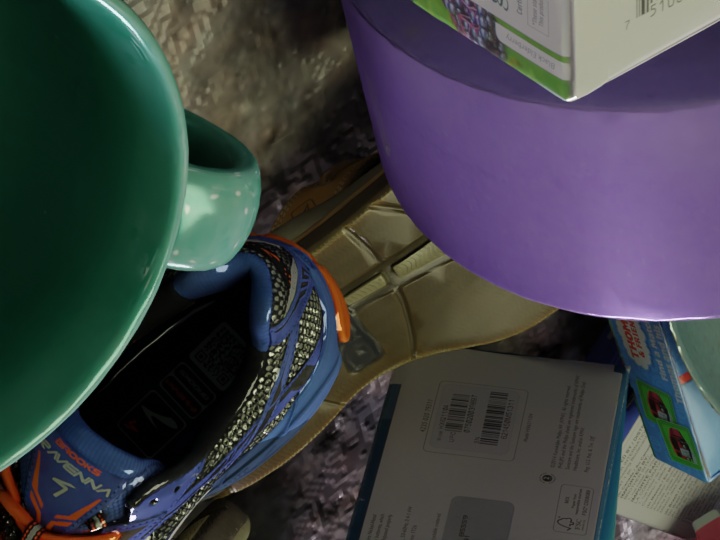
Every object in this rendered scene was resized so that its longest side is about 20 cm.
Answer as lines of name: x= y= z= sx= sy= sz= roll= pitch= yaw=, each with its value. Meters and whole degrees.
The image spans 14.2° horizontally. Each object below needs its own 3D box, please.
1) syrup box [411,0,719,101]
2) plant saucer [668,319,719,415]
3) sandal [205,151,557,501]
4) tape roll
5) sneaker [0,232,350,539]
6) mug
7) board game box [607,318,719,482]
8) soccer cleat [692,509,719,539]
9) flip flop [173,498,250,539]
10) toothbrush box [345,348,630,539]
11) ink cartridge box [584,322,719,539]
syrup box: x=0.016 y=-0.131 z=0.726 sx=0.079 sy=0.200 sz=0.082 roll=-29 pitch=134 yaw=-27
plant saucer: x=0.166 y=-0.036 z=0.979 sx=0.200 sy=0.039 sz=0.202 roll=-11 pitch=109 yaw=-33
sandal: x=0.000 y=0.000 z=0.930 sx=0.200 sy=0.054 sz=0.080 roll=-33 pitch=125 yaw=-1
tape roll: x=0.095 y=-0.086 z=0.842 sx=0.200 sy=0.200 sz=0.085 roll=-37 pitch=138 yaw=-20
sneaker: x=-0.083 y=0.063 z=0.805 sx=0.200 sy=0.075 sz=0.078 roll=-53 pitch=169 yaw=-8
mug: x=-0.129 y=-0.023 z=0.729 sx=0.152 sy=0.114 sz=0.185 roll=-50 pitch=142 yaw=-6
board game box: x=0.138 y=-0.050 z=1.003 sx=0.151 sy=0.037 sz=0.201 roll=-34 pitch=122 yaw=-23
soccer cleat: x=0.105 y=0.178 z=1.121 sx=0.200 sy=0.077 sz=0.067 roll=-47 pitch=145 yaw=19
flip flop: x=-0.065 y=0.156 z=0.942 sx=0.081 sy=0.057 sz=0.201 roll=-47 pitch=160 yaw=-55
toothbrush box: x=0.040 y=0.149 z=0.997 sx=0.147 sy=0.085 sz=0.201 roll=-73 pitch=166 yaw=-52
ink cartridge box: x=0.140 y=0.045 z=1.114 sx=0.200 sy=0.042 sz=0.120 roll=22 pitch=100 yaw=-53
